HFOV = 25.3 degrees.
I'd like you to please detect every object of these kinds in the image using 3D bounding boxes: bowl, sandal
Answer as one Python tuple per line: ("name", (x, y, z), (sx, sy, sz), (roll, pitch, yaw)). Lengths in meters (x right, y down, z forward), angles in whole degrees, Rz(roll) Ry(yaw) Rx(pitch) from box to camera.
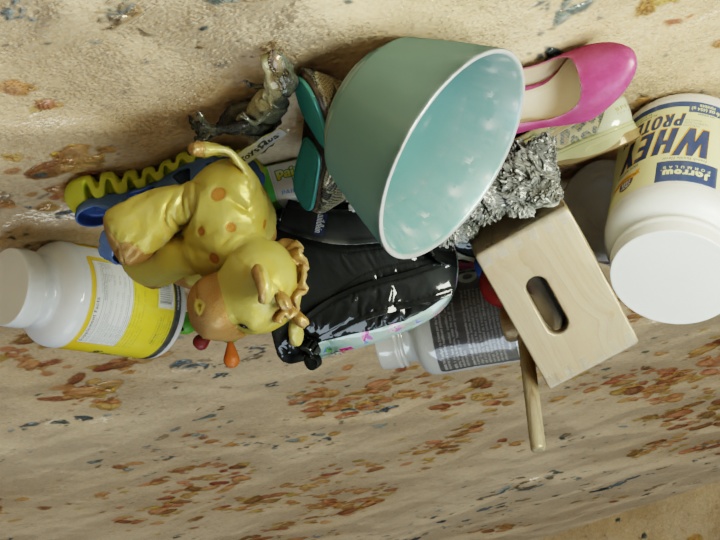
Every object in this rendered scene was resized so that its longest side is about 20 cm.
("bowl", (0.044, -0.123, 1.394), (0.201, 0.105, 0.201), (-40, 149, -30))
("sandal", (-0.184, -0.061, 1.547), (0.199, 0.087, 0.080), (-16, 157, 11))

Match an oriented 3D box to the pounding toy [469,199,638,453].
("pounding toy", (0.181, 0.039, 1.602), (0.142, 0.201, 0.184), (-28, -166, 7))

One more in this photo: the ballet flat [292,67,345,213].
("ballet flat", (-0.023, -0.128, 1.470), (0.075, 0.068, 0.200), (-25, 152, -17))

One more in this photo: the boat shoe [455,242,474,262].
("boat shoe", (0.170, -0.051, 1.771), (0.199, 0.075, 0.066), (8, 144, -29))

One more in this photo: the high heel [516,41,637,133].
("high heel", (0.155, -0.163, 1.466), (0.096, 0.068, 0.200), (-5, 175, -44))

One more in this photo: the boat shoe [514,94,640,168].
("boat shoe", (0.178, -0.129, 1.595), (0.199, 0.063, 0.073), (-17, -175, 24))

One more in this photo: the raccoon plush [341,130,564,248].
("raccoon plush", (0.099, -0.073, 1.501), (0.134, 0.097, 0.200), (-16, -178, 45))

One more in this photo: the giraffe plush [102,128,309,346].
("giraffe plush", (-0.112, -0.005, 1.432), (0.200, 0.163, 0.172), (-40, 152, 29))

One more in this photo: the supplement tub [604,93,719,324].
("supplement tub", (0.316, -0.061, 1.573), (0.144, 0.200, 0.145), (9, 135, 9))

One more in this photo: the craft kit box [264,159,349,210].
("craft kit box", (-0.038, -0.064, 1.675), (0.199, 0.049, 0.198), (-13, 157, 6))

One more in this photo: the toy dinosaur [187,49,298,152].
("toy dinosaur", (-0.106, -0.135, 1.441), (0.088, 0.048, 0.200), (-11, 166, -13))

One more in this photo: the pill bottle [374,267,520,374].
("pill bottle", (0.116, 0.054, 1.768), (0.199, 0.111, 0.111), (-10, 160, 9))

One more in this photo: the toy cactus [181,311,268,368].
("toy cactus", (-0.115, 0.056, 1.912), (0.199, 0.103, 0.165), (-22, 169, 3))

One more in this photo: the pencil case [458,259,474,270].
("pencil case", (0.131, 0.018, 1.863), (0.199, 0.091, 0.094), (2, 163, 10))

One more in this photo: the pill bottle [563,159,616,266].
("pill bottle", (0.317, -0.051, 1.784), (0.111, 0.111, 0.200), (-24, 156, 34))

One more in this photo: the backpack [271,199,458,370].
("backpack", (0.000, 0.000, 1.614), (0.199, 0.168, 0.127), (-14, 180, 0))

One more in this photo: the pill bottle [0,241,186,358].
("pill bottle", (-0.291, 0.030, 1.698), (0.112, 0.113, 0.199), (-27, 154, 38))
